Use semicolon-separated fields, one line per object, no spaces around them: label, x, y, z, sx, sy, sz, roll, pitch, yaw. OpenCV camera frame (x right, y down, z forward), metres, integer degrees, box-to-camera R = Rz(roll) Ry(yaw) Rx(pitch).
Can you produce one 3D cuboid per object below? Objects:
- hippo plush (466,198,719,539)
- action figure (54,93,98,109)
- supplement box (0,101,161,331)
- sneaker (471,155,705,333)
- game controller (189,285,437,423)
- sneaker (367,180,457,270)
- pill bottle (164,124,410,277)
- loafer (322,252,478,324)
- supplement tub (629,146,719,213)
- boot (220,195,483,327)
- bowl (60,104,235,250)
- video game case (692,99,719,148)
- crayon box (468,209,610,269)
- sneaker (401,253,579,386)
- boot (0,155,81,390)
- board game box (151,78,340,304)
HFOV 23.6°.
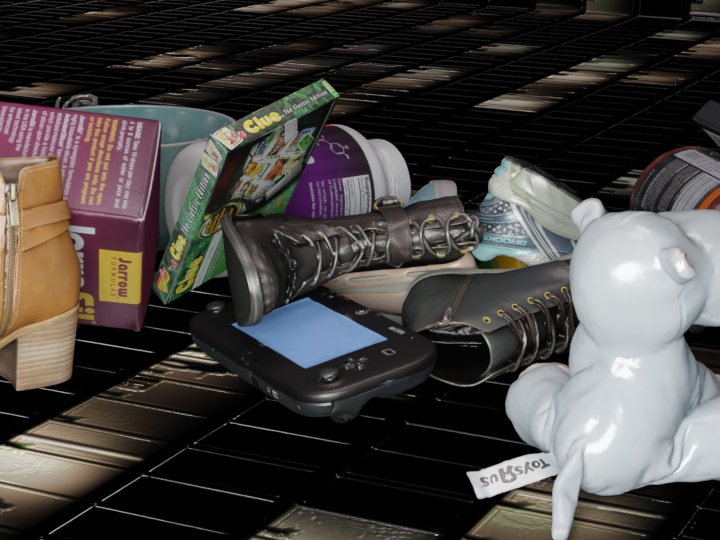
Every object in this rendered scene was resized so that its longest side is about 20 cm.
hippo plush;0.148;0.037;0.997;0.200;0.161;0.159;-8;18;-31
action figure;-0.279;-0.123;1.688;0.200;0.102;0.119;-1;4;-3
supplement box;-0.248;-0.042;1.241;0.200;0.131;0.103;6;49;-3
sneaker;0.166;-0.002;1.264;0.200;0.086;0.078;32;11;-12
game controller;-0.034;0.048;1.150;0.104;0.042;0.200;-27;26;-22
sneaker;0.038;-0.032;1.417;0.082;0.074;0.200;4;14;1
pill bottle;-0.057;-0.062;1.448;0.200;0.113;0.112;-12;20;-39
loafer;0.000;0.000;1.291;0.200;0.063;0.072;8;35;23
supplement tub;0.293;-0.030;1.359;0.107;0.107;0.200;-2;16;-12
boot;-0.003;-0.020;1.179;0.174;0.069;0.200;-7;13;1
bowl;-0.207;-0.078;1.513;0.201;0.105;0.201;1;14;0
video game case;0.365;-0.052;1.373;0.181;0.026;0.200;44;3;-19
crayon box;0.162;-0.006;1.368;0.126;0.052;0.200;-3;16;-12
sneaker;0.127;0.040;1.180;0.200;0.075;0.106;-7;19;7
boot;-0.271;0.007;1.096;0.200;0.155;0.074;-13;21;-42
board game box;-0.086;-0.054;1.246;0.105;0.200;0.023;-33;74;-34
